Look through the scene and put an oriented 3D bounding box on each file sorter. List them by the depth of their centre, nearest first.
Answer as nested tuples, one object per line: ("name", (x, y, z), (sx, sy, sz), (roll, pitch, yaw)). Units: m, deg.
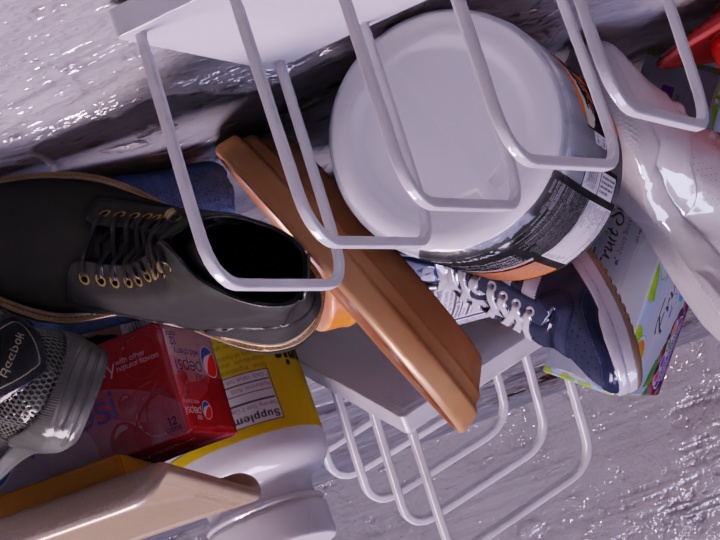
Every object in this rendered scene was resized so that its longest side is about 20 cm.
("file sorter", (0.028, -0.083, 0.928), (0.199, 0.126, 0.139), (-23, 170, 24))
("file sorter", (0.042, 0.083, 1.536), (0.138, 0.125, 0.200), (-30, -149, -23))

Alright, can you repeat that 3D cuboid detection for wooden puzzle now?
("wooden puzzle", (-0.167, 0.141, 1.269), (0.184, 0.038, 0.200), (-19, 170, 11))

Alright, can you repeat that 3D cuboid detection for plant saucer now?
("plant saucer", (0.000, 0.000, 1.190), (0.037, 0.200, 0.200), (-40, 171, -3))

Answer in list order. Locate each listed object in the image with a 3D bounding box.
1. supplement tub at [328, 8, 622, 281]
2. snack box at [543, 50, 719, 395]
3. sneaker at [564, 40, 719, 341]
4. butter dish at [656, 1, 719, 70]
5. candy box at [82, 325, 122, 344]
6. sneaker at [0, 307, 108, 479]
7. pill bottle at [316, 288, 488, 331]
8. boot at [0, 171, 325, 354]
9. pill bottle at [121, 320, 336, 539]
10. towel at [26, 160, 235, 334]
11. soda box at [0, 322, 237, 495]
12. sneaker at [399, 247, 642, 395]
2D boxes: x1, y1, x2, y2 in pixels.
("supplement tub", (0.067, -0.059, 1.150), (0.122, 0.124, 0.200), (-20, 171, 13))
("snack box", (0.180, -0.025, 1.375), (0.053, 0.202, 0.142), (19, -177, 20))
("sneaker", (0.191, -0.059, 1.269), (0.088, 0.201, 0.075), (-37, -162, -8))
("butter dish", (0.301, -0.110, 1.227), (0.199, 0.149, 0.199), (-11, 168, -33))
("candy box", (-0.261, 0.048, 1.296), (0.199, 0.072, 0.168), (-13, 169, -29))
("sneaker", (-0.211, 0.056, 1.139), (0.114, 0.077, 0.199), (28, 159, -17))
("pill bottle", (0.053, -0.018, 1.414), (0.198, 0.107, 0.106), (-13, 170, -23))
("boot", (-0.113, -0.014, 1.061), (0.198, 0.078, 0.138), (8, 172, -1))
("pill bottle", (-0.086, 0.093, 1.469), (0.110, 0.202, 0.111), (-19, 166, -5))
("towel", (-0.168, -0.006, 1.197), (0.199, 0.049, 0.112), (-12, 150, -28))
("soda box", (-0.175, 0.094, 1.285), (0.199, 0.071, 0.063), (-22, 167, 21))
("sneaker", (0.074, 0.006, 1.281), (0.108, 0.201, 0.070), (-25, 150, -10))
